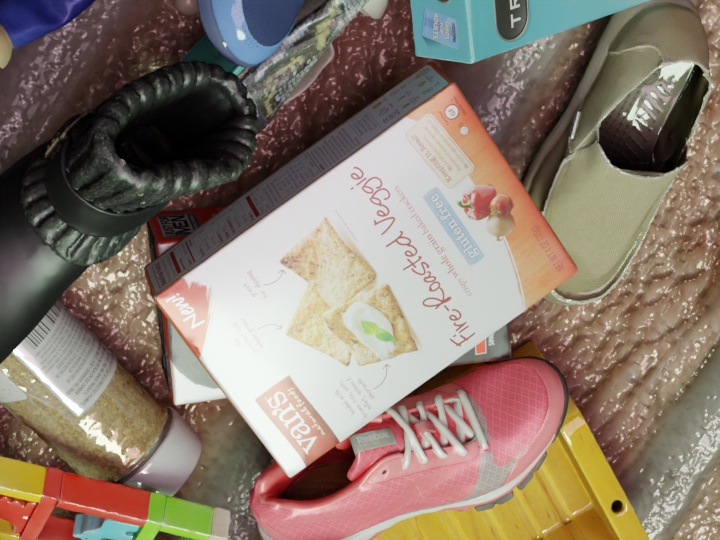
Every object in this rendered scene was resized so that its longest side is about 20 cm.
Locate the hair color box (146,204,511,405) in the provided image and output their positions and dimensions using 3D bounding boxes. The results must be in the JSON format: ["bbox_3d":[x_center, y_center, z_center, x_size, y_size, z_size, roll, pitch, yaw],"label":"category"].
[{"bbox_3d":[-0.018,0.009,1.300,0.199,0.061,0.102,-8,110,-9],"label":"hair color box"}]

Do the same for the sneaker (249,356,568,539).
[{"bbox_3d":[0.027,0.107,1.284,0.199,0.074,0.087,-27,156,3],"label":"sneaker"}]

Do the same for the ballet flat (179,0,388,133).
[{"bbox_3d":[-0.025,-0.150,1.253,0.072,0.072,0.200,41,96,-21],"label":"ballet flat"}]

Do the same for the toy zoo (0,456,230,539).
[{"bbox_3d":[-0.188,0.150,1.288,0.199,0.021,0.131,15,144,-15],"label":"toy zoo"}]

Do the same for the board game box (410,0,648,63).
[{"bbox_3d":[0.108,-0.210,1.213,0.199,0.047,0.152,-23,115,-37],"label":"board game box"}]

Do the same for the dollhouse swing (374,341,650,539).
[{"bbox_3d":[0.072,0.184,1.317,0.199,0.176,0.182,-30,112,0],"label":"dollhouse swing"}]

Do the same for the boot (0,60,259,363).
[{"bbox_3d":[-0.157,-0.022,1.165,0.079,0.158,0.211,49,55,-18],"label":"boot"}]

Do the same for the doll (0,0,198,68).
[{"bbox_3d":[-0.131,-0.192,1.215,0.200,0.048,0.137,-37,100,-1],"label":"doll"}]

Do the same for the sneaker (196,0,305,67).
[{"bbox_3d":[-0.021,-0.199,1.183,0.074,0.082,0.201,35,74,-52],"label":"sneaker"}]

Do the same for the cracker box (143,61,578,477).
[{"bbox_3d":[0.000,0.000,1.238,0.200,0.058,0.134,-36,111,1],"label":"cracker box"}]

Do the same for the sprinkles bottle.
[{"bbox_3d":[-0.178,0.054,1.277,0.068,0.068,0.200,-42,111,3],"label":"sprinkles bottle"}]

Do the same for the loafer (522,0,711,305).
[{"bbox_3d":[0.146,-0.062,1.299,0.075,0.068,0.201,10,116,-15],"label":"loafer"}]
